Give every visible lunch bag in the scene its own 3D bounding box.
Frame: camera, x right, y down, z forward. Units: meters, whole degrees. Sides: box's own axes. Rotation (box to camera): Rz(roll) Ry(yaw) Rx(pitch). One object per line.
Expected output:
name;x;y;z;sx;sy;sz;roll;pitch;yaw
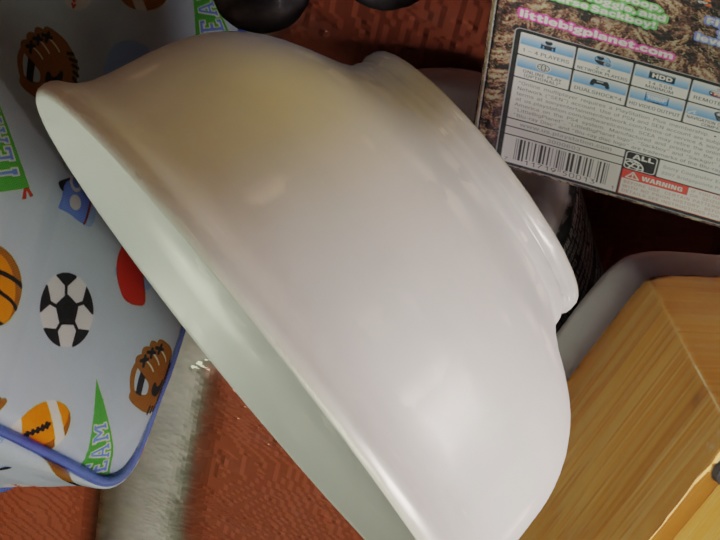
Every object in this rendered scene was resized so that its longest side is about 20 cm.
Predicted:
lunch bag;-0.118;-0.037;0.928;0.075;0.201;0.160;-4;157;39

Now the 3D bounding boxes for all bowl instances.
bowl;0.000;0.000;0.846;0.201;0.090;0.201;49;171;10

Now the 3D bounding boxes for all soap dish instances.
soap dish;0.109;0.086;0.994;0.157;0.081;0.200;3;133;-40

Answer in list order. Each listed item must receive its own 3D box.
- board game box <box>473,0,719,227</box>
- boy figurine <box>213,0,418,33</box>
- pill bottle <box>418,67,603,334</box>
board game box;0.124;-0.098;0.773;0.159;0.097;0.200;16;151;6
boy figurine;-0.016;-0.114;0.755;0.124;0.065;0.200;-11;169;-1
pill bottle;0.039;0.026;1.030;0.106;0.107;0.200;8;150;19
